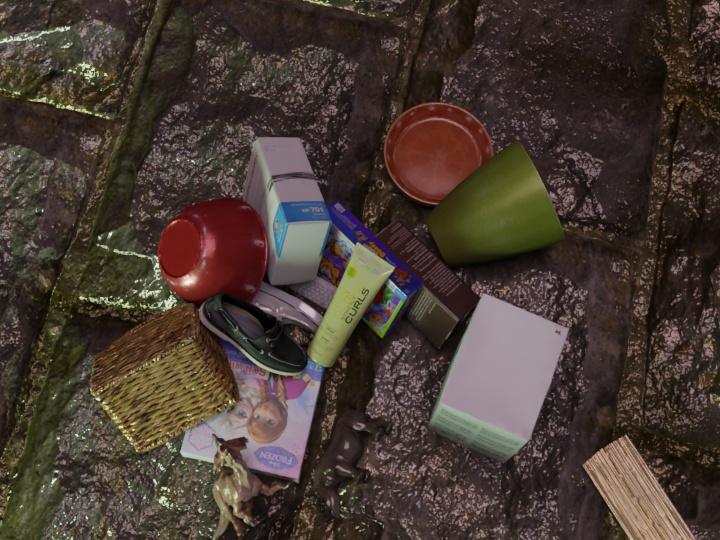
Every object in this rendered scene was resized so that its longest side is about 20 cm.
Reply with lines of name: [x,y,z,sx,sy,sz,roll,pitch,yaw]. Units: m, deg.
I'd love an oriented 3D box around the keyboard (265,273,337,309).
keyboard: [-0.096,0.020,1.695,0.198,0.057,0.011,30,48,8]

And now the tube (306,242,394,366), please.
tube: [-0.022,0.059,1.603,0.058,0.052,0.201,24,106,-22]

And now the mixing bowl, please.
mixing bowl: [-0.258,-0.029,1.624,0.198,0.108,0.203,-6,80,34]

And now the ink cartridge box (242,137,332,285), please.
ink cartridge box: [-0.125,-0.101,1.650,0.085,0.147,0.201,-3,50,-21]

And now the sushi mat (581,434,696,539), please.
sushi mat: [0.450,0.374,1.611,0.095,0.012,0.201,-29,74,-9]

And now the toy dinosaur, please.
toy dinosaur: [-0.197,0.333,1.543,0.135,0.201,0.086,42,38,12]

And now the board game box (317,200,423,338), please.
board game box: [0.000,0.000,1.658,0.200,0.135,0.045,44,53,13]

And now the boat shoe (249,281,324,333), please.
boat shoe: [-0.148,0.066,1.669,0.198,0.072,0.066,28,76,8]

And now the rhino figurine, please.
rhino figurine: [-0.028,0.314,1.590,0.087,0.060,0.202,19,71,25]

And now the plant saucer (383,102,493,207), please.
plant saucer: [0.140,-0.206,1.792,0.197,0.032,0.203,0,72,-1]

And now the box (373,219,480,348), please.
box: [0.098,0.022,1.668,0.075,0.100,0.200,-35,75,-33]

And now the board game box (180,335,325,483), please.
board game box: [-0.172,0.225,1.627,0.197,0.041,0.202,12,71,2]

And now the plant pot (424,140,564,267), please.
plant pot: [0.217,-0.091,1.693,0.198,0.187,0.189,-26,73,6]

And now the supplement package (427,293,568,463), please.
supplement package: [0.212,0.174,1.574,0.146,0.200,0.193,22,71,6]

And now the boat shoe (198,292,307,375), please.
boat shoe: [-0.158,0.096,1.583,0.198,0.066,0.075,36,41,-11]

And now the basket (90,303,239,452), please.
basket: [-0.314,0.168,1.605,0.198,0.150,0.143,-30,29,3]
